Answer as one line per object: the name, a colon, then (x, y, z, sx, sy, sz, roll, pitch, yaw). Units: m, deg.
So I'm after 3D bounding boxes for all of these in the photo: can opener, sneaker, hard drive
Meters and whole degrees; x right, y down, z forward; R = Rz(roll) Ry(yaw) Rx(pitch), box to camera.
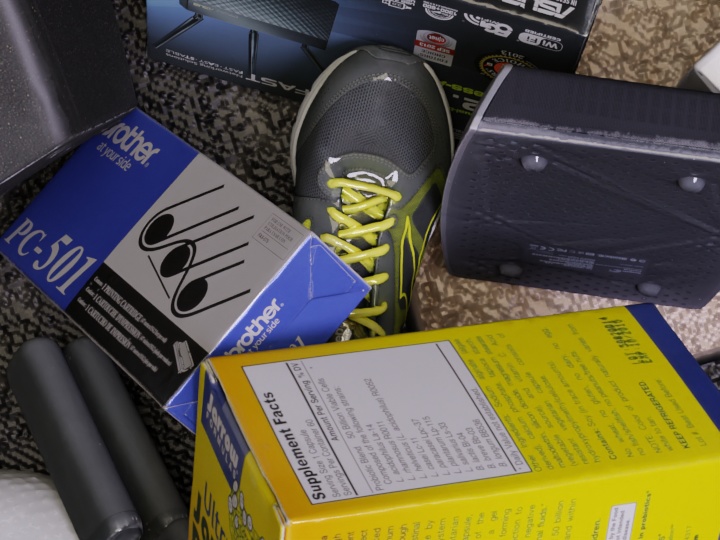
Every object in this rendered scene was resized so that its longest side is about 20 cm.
can opener: (-0.095, 0.103, 1.105, 0.066, 0.053, 0.200, -56, 50, 30)
sneaker: (0.000, 0.000, 1.104, 0.074, 0.085, 0.200, 7, 116, -7)
hard drive: (0.104, -0.034, 1.087, 0.135, 0.200, 0.042, 8, 73, 2)

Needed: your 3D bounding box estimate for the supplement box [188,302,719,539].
supplement box: (0.042, 0.096, 1.002, 0.200, 0.109, 0.110, -6, 125, -19)

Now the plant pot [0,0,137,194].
plant pot: (-0.207, -0.105, 1.087, 0.200, 0.200, 0.178, -32, 95, 10)

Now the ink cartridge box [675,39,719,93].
ink cartridge box: (0.238, -0.118, 1.118, 0.200, 0.145, 0.084, -43, 87, -3)

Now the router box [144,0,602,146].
router box: (0.004, -0.124, 1.113, 0.200, 0.150, 0.062, 16, 70, 2)

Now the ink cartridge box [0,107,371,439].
ink cartridge box: (-0.083, -0.002, 1.091, 0.094, 0.200, 0.044, -50, 124, -4)

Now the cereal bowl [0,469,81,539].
cereal bowl: (-0.170, 0.189, 1.126, 0.200, 0.083, 0.200, 0, 86, 0)
